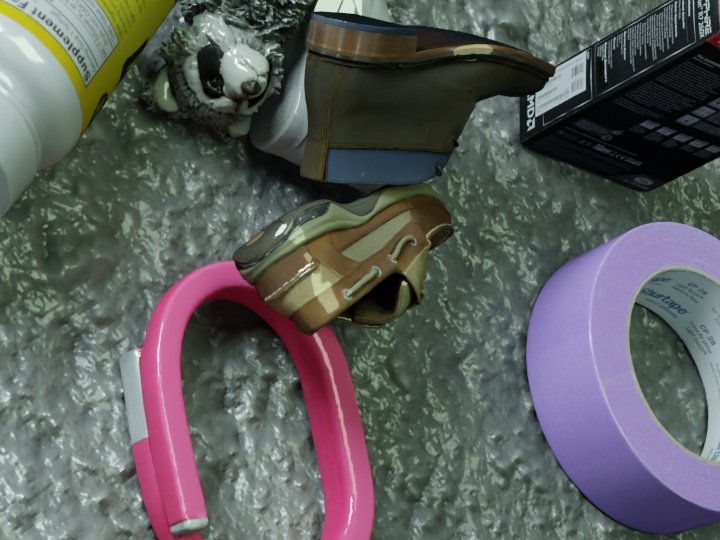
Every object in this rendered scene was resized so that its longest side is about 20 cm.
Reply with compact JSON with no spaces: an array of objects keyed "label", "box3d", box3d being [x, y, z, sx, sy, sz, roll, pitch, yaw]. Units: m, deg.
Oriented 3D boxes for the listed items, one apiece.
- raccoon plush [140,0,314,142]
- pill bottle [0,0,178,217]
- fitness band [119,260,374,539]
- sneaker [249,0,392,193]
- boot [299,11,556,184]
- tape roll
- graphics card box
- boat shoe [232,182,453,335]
[{"label":"raccoon plush","box3d":[-0.076,-0.167,1.223,0.097,0.134,0.200,25,23,-14]},{"label":"pill bottle","box3d":[-0.182,-0.125,1.075,0.114,0.114,0.200,42,51,-16]},{"label":"fitness band","box3d":[-0.060,0.092,1.128,0.143,0.037,0.200,0,72,-39]},{"label":"sneaker","box3d":[0.003,-0.143,1.265,0.115,0.074,0.200,26,65,-30]},{"label":"boot","box3d":[0.037,-0.099,1.209,0.200,0.075,0.097,2,104,-44]},{"label":"tape roll","box3d":[0.206,0.072,1.331,0.200,0.066,0.200,17,60,-32]},{"label":"graphics card box","box3d":[0.215,-0.121,1.331,0.125,0.200,0.051,16,62,-31]},{"label":"boat shoe","box3d":[0.000,0.000,1.167,0.074,0.076,0.200,57,30,9]}]
